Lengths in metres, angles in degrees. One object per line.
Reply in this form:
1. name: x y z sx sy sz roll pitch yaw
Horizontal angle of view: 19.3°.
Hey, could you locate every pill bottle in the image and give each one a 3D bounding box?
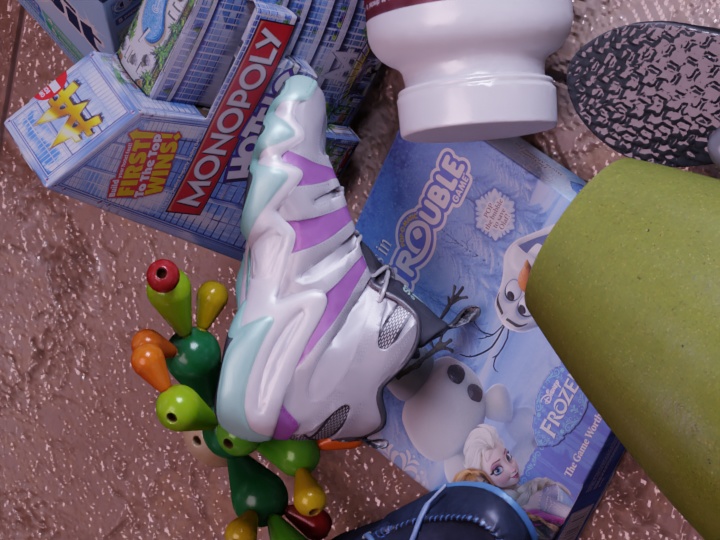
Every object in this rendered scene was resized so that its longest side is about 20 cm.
1. pill bottle: 0.054 -0.173 1.130 0.112 0.113 0.202 -6 86 35

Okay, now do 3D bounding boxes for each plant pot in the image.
1. plant pot: 0.185 0.037 1.033 0.200 0.187 0.188 37 116 22

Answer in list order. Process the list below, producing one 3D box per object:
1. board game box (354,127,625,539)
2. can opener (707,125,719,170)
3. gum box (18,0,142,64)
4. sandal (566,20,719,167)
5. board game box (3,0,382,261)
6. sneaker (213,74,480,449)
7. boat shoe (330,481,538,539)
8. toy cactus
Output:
1. board game box: 0.074 0.033 1.203 0.199 0.043 0.201 36 116 26
2. can opener: 0.258 -0.108 1.020 0.067 0.053 0.200 47 110 11
3. gum box: -0.181 -0.195 1.261 0.044 0.200 0.170 -38 73 -12
4. sandal: 0.206 -0.093 1.096 0.199 0.048 0.076 1 97 22
5. board game box: -0.088 -0.097 1.195 0.062 0.199 0.201 51 123 36
6. sneaker: 0.000 0.000 1.167 0.139 0.078 0.202 8 92 -4
7. boat shoe: 0.027 0.180 1.214 0.084 0.069 0.200 54 142 1
8. toy cactus: -0.075 0.086 1.264 0.102 0.165 0.201 -36 92 -12
